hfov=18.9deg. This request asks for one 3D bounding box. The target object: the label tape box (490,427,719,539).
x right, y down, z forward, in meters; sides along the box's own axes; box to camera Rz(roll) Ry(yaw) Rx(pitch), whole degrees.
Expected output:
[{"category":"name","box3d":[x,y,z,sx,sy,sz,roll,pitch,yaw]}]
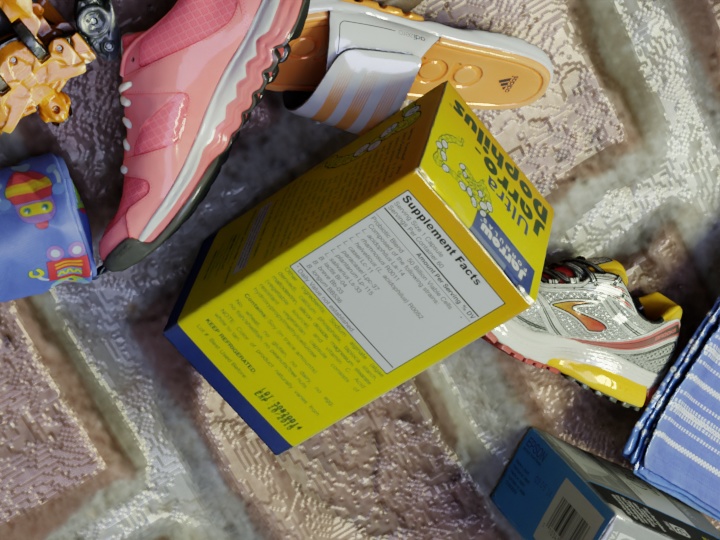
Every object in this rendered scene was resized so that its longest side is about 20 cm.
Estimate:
[{"category":"label tape box","box3d":[0.203,0.190,1.435,0.199,0.144,0.064,25,99,-24]}]

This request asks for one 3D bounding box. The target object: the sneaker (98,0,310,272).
[{"category":"sneaker","box3d":[-0.109,-0.096,1.244,0.086,0.074,0.201,31,99,0]}]

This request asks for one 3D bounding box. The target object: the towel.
[{"category":"towel","box3d":[0.266,0.069,1.444,0.145,0.024,0.201,31,92,-43]}]

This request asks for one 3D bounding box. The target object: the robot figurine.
[{"category":"robot figurine","box3d":[-0.228,-0.162,1.213,0.145,0.058,0.200,-38,116,0]}]

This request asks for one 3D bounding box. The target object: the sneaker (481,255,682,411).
[{"category":"sneaker","box3d":[0.124,0.019,1.389,0.199,0.078,0.083,22,99,-33]}]

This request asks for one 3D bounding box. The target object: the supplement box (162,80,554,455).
[{"category":"supplement box","box3d":[0.000,0.000,1.270,0.199,0.110,0.109,-31,111,28]}]

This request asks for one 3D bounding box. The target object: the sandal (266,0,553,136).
[{"category":"sandal","box3d":[0.026,-0.113,1.294,0.205,0.060,0.079,5,143,-19]}]

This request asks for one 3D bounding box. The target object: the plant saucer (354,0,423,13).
[{"category":"plant saucer","box3d":[-0.015,-0.230,1.269,0.199,0.032,0.202,-6,113,-14]}]

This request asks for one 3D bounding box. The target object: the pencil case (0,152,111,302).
[{"category":"pencil case","box3d":[-0.250,-0.002,1.258,0.199,0.087,0.078,-20,73,-10]}]
